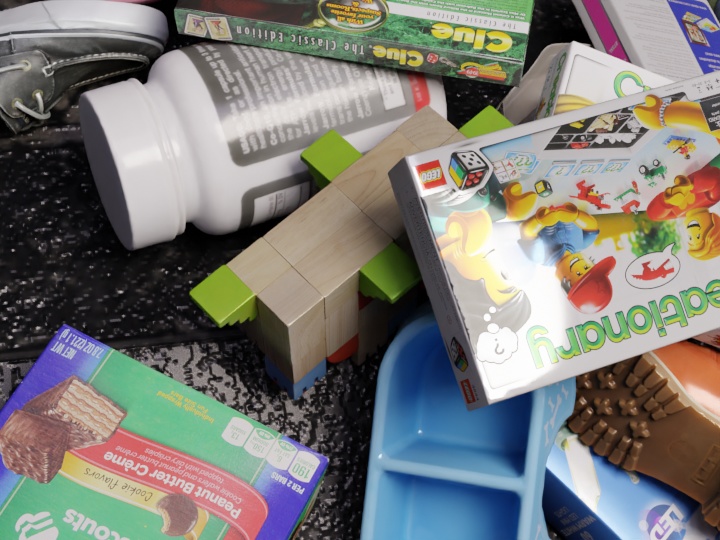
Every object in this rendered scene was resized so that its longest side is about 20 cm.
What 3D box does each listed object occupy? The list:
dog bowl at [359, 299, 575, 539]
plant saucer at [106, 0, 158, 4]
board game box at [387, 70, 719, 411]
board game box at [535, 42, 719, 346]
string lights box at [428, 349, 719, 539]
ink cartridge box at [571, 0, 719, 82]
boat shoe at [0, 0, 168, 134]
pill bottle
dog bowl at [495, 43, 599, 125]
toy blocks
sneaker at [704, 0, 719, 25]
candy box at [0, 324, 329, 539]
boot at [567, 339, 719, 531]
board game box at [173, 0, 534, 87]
[{"bbox_3d":[0.055,0.110,0.744,0.111,0.050,0.200,7,93,17],"label":"dog bowl"},{"bbox_3d":[-0.155,-0.266,0.863,0.200,0.051,0.201,0,90,1],"label":"plant saucer"},{"bbox_3d":[0.127,-0.020,0.678,0.200,0.035,0.126,-17,84,-17],"label":"board game box"},{"bbox_3d":[0.185,-0.030,0.741,0.200,0.035,0.126,20,73,-10],"label":"board game box"},{"bbox_3d":[0.140,0.100,0.810,0.200,0.059,0.103,43,64,6],"label":"string lights box"},{"bbox_3d":[0.205,-0.125,0.863,0.095,0.037,0.200,5,49,-29],"label":"ink cartridge box"},{"bbox_3d":[-0.214,-0.116,0.821,0.200,0.072,0.071,-9,80,-5],"label":"boat shoe"},{"bbox_3d":[-0.059,-0.088,0.810,0.200,0.114,0.114,-19,74,-18],"label":"pill bottle"},{"bbox_3d":[0.162,-0.050,0.840,0.200,0.059,0.200,16,47,-18],"label":"dog bowl"},{"bbox_3d":[0.000,0.000,0.782,0.200,0.137,0.100,-40,69,-20],"label":"toy blocks"},{"bbox_3d":[0.269,-0.185,0.929,0.067,0.090,0.200,-18,74,-18],"label":"sneaker"},{"bbox_3d":[-0.137,0.153,0.701,0.169,0.077,0.200,26,60,7],"label":"candy box"},{"bbox_3d":[0.191,0.071,0.772,0.200,0.075,0.107,37,44,9],"label":"boot"},{"bbox_3d":[0.002,-0.163,0.788,0.200,0.023,0.105,10,49,6],"label":"board game box"}]
